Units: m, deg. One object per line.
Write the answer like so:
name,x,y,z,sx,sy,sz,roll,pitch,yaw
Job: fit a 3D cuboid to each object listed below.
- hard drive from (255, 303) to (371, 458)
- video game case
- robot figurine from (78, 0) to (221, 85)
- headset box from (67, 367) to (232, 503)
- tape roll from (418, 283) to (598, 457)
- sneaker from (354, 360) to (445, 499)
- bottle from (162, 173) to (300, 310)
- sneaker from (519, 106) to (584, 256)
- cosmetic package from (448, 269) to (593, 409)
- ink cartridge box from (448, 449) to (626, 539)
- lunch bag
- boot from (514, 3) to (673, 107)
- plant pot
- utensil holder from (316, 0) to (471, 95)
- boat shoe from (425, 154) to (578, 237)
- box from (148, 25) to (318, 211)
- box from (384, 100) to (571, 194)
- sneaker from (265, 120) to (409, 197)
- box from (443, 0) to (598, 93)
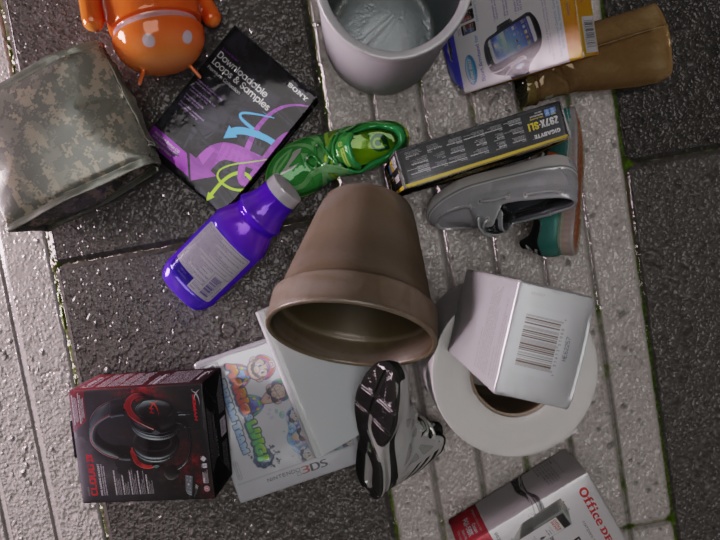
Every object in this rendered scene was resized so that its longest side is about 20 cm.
hard drive,-0.041,0.123,0.806,0.131,0.026,0.202,-23,95,-23
video game case,-0.108,0.191,0.831,0.180,0.024,0.202,-18,93,-1
robot figurine,-0.257,-0.331,0.751,0.115,0.144,0.203,-13,93,20
headset box,-0.277,0.212,0.790,0.197,0.075,0.151,-4,96,7
tape roll,0.178,0.115,0.780,0.200,0.139,0.206,0,94,-3
sneaker,0.056,0.191,0.794,0.114,0.075,0.203,-15,123,-35
bottle,-0.160,-0.039,0.776,0.200,0.065,0.084,-42,98,15
sneaker,0.248,-0.118,0.802,0.079,0.071,0.203,1,76,29
cosmetic package,0.148,0.058,0.606,0.073,0.200,0.103,13,93,-2
ink cartridge box,0.242,0.364,0.824,0.199,0.083,0.148,-32,93,1
lunch bag,-0.359,-0.163,0.756,0.198,0.118,0.166,-25,93,4
boot,0.292,-0.315,0.801,0.197,0.066,0.177,-14,102,-2
plant pot,0.000,0.000,0.730,0.197,0.201,0.176,10,64,-2
utensil holder,0.032,-0.307,0.720,0.167,0.200,0.173,0,93,-1
boat shoe,0.174,-0.079,0.766,0.198,0.072,0.069,-12,57,24
box,-0.170,-0.194,0.802,0.143,0.036,0.201,39,90,-4
box,0.132,-0.142,0.753,0.198,0.160,0.050,-17,95,-2
sneaker,-0.032,-0.151,0.785,0.198,0.084,0.075,-21,94,0
box,0.184,-0.295,0.749,0.041,0.199,0.121,-21,103,-35
